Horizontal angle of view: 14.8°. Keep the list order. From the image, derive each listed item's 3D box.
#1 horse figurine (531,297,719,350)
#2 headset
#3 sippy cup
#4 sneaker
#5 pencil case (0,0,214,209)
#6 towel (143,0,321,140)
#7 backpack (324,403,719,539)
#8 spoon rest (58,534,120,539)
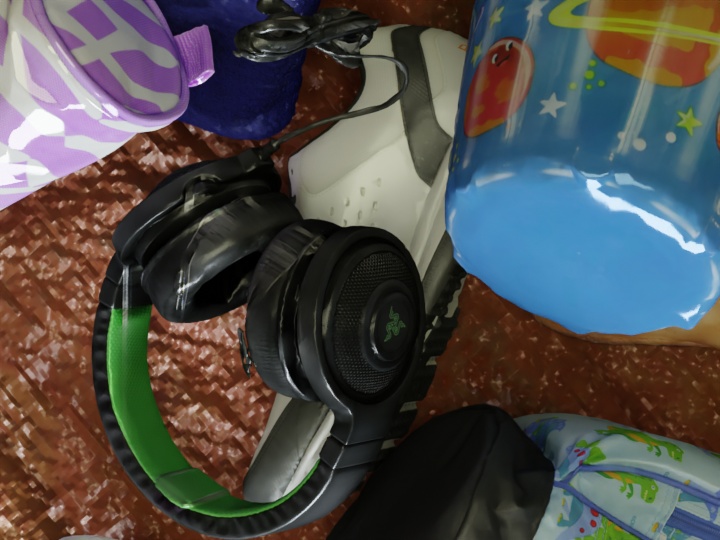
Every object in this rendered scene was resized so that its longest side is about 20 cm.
[{"bbox_3d":[0.169,0.003,1.047,0.199,0.050,0.133,31,87,2],"label":"horse figurine"},{"bbox_3d":[-0.039,0.001,0.976,0.123,0.094,0.201,32,111,30],"label":"headset"},{"bbox_3d":[0.089,-0.054,0.929,0.178,0.139,0.131,44,52,-35],"label":"sippy cup"},{"bbox_3d":[0.000,0.000,1.048,0.080,0.074,0.201,26,90,14],"label":"sneaker"},{"bbox_3d":[-0.153,-0.043,0.997,0.200,0.085,0.084,-29,52,31],"label":"pencil case"},{"bbox_3d":[-0.076,-0.134,0.983,0.147,0.200,0.050,20,57,2],"label":"towel"},{"bbox_3d":[0.105,0.121,1.008,0.200,0.163,0.154,38,79,-8],"label":"backpack"},{"bbox_3d":[-0.039,0.157,1.058,0.199,0.061,0.100,30,117,-10],"label":"spoon rest"}]
